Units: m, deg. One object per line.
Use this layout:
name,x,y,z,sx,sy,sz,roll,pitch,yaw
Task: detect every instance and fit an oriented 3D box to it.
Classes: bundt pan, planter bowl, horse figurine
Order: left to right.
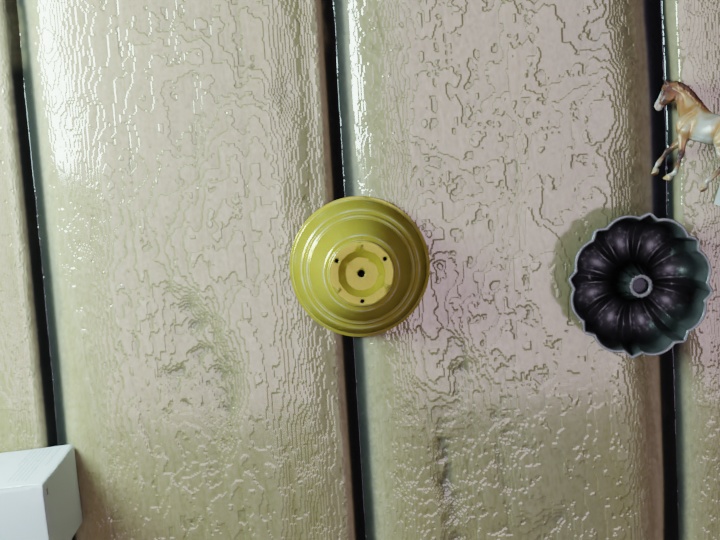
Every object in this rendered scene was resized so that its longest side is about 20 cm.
planter bowl,0.000,0.000,1.679,0.200,0.083,0.201,0,98,-1
bundt pan,0.383,0.016,1.697,0.201,0.076,0.203,0,98,-2
horse figurine,0.471,-0.173,1.645,0.050,0.200,0.133,14,101,-41

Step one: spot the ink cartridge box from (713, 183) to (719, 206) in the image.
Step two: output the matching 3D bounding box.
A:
ink cartridge box,0.616,-0.126,1.651,0.199,0.147,0.145,15,97,-3

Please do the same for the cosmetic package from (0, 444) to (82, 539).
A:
cosmetic package,-0.498,0.328,1.645,0.199,0.199,0.123,-7,97,-1
